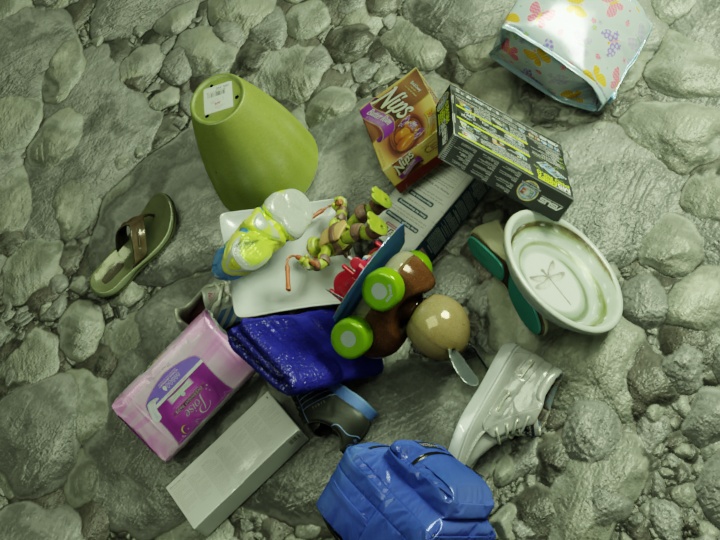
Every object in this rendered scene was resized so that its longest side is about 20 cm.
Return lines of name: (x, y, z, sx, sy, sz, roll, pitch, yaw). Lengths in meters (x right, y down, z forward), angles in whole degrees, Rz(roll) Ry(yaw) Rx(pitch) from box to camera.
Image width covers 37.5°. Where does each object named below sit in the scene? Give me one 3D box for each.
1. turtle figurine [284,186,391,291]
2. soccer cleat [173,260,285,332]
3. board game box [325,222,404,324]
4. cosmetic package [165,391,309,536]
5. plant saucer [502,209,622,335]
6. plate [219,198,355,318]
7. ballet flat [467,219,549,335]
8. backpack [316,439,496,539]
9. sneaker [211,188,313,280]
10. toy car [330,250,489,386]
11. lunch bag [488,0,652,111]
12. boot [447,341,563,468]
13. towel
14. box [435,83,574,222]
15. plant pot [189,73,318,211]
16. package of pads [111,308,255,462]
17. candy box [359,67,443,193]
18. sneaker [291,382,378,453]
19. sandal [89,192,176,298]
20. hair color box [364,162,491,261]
turtle figurine: (-0.030, -0.047, 1.546, 0.160, 0.065, 0.201, -26, 25, 36)
soccer cleat: (-0.193, 0.041, 1.613, 0.198, 0.087, 0.070, -33, 57, 2)
board game box: (0.000, 0.000, 1.454, 0.039, 0.200, 0.159, 35, 83, 8)
cosmetic package: (-0.174, 0.274, 1.506, 0.200, 0.051, 0.083, -43, 59, -4)
plant saucer: (0.262, 0.011, 1.427, 0.050, 0.197, 0.202, -50, 47, 40)
plate: (-0.105, -0.015, 1.605, 0.196, 0.033, 0.202, -7, 53, -10)
ballet flat: (0.225, 0.004, 1.492, 0.069, 0.070, 0.201, -34, 56, 1)
backpack: (0.059, 0.296, 1.335, 0.199, 0.162, 0.170, 32, 95, 41)
sneaker: (-0.153, -0.050, 1.551, 0.104, 0.076, 0.200, -27, 10, 41)
toy car: (0.088, 0.088, 1.447, 0.199, 0.164, 0.159, 37, 111, 10)
lunch bag: (0.320, -0.351, 1.597, 0.198, 0.127, 0.171, 31, 75, 4)
boot: (0.191, 0.198, 1.395, 0.095, 0.074, 0.202, 25, 80, 24)
towel: (-0.072, 0.105, 1.478, 0.147, 0.198, 0.050, 35, 117, 31)
box: (0.200, -0.167, 1.488, 0.045, 0.198, 0.161, -55, 17, 31)
plant pot: (-0.187, -0.214, 1.675, 0.184, 0.200, 0.190, -9, 61, 16)
package of pads: (-0.254, 0.168, 1.553, 0.121, 0.076, 0.200, 45, 84, -6)
candy box: (0.073, -0.217, 1.615, 0.116, 0.057, 0.201, -34, 36, 13)
sneaker: (-0.070, 0.181, 1.504, 0.198, 0.070, 0.078, 30, 77, 32)
sandal: (-0.375, -0.043, 1.743, 0.079, 0.057, 0.202, 30, 77, 30)
hair color box: (0.107, -0.103, 1.588, 0.100, 0.061, 0.201, 35, 80, 34)
